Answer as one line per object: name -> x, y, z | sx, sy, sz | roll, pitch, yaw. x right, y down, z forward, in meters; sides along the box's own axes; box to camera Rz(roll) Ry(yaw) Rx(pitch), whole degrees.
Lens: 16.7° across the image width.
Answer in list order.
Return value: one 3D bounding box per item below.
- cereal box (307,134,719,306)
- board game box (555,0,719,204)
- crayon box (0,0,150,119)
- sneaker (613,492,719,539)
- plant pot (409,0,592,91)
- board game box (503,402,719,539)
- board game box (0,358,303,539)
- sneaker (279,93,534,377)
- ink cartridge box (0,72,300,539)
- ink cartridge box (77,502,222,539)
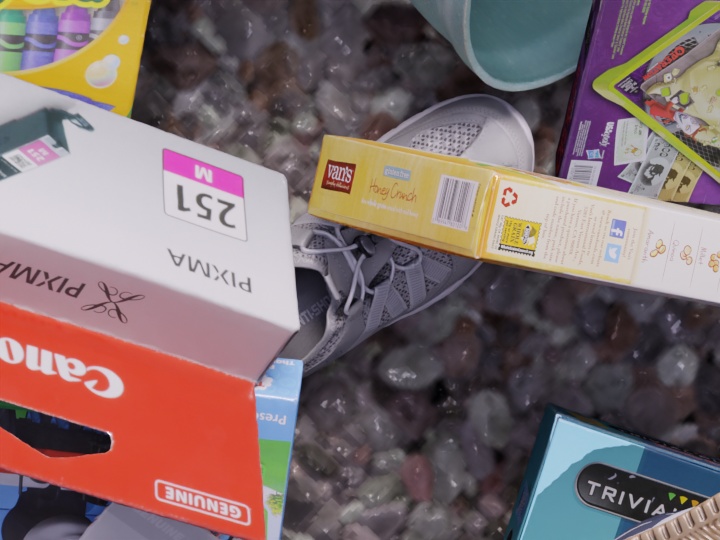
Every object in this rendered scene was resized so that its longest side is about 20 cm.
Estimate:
cereal box -> 0.097, -0.015, 1.027 | 0.199, 0.144, 0.040 | 11, 92, -29
board game box -> 0.156, -0.102, 1.047 | 0.119, 0.201, 0.032 | 8, 51, -2
crayon box -> -0.158, -0.093, 1.037 | 0.125, 0.052, 0.201 | 2, 125, -16
sneaker -> 0.169, 0.121, 1.025 | 0.199, 0.108, 0.071 | -21, 81, 24
plant pot -> 0.069, -0.197, 1.044 | 0.134, 0.200, 0.201 | 42, 91, 24
board game box -> 0.127, 0.180, 1.121 | 0.150, 0.047, 0.201 | 18, 92, -2
board game box -> -0.110, 0.124, 1.079 | 0.150, 0.037, 0.201 | 6, 119, -2
sneaker -> 0.000, 0.000, 1.092 | 0.200, 0.082, 0.075 | -42, 93, 1
ink cartridge box -> -0.118, 0.004, 0.973 | 0.199, 0.174, 0.044 | 19, 130, -24
ink cartridge box -> -0.103, 0.197, 1.081 | 0.161, 0.050, 0.200 | 37, 101, -18
